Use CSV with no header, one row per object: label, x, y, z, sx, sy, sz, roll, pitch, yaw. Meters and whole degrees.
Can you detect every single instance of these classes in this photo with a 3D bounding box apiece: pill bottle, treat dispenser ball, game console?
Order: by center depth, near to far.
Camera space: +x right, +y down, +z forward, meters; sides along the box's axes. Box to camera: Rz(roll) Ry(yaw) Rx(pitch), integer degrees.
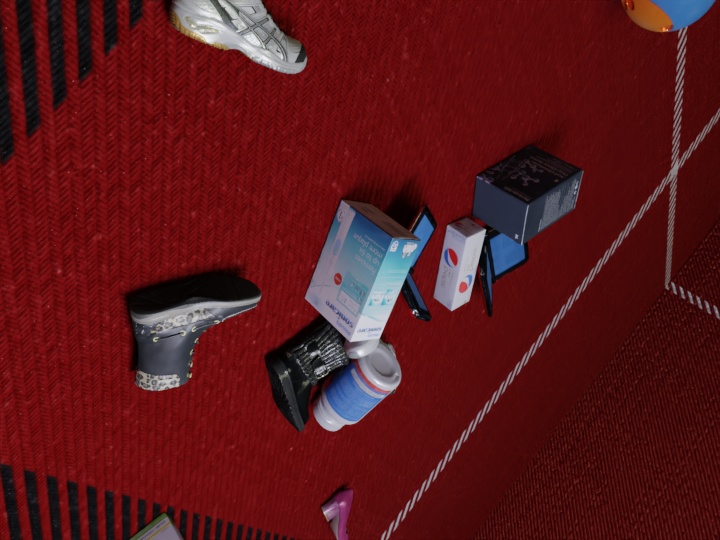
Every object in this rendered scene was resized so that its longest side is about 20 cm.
game console,0.126,-0.006,1.182,0.117,0.176,0.200,-28,167,9
pill bottle,-0.014,0.246,1.255,0.111,0.114,0.200,3,138,-48
treat dispenser ball,0.646,-0.606,1.261,0.198,0.200,0.205,-28,137,-29
game console,0.352,-0.010,1.476,0.202,0.115,0.176,65,27,-50

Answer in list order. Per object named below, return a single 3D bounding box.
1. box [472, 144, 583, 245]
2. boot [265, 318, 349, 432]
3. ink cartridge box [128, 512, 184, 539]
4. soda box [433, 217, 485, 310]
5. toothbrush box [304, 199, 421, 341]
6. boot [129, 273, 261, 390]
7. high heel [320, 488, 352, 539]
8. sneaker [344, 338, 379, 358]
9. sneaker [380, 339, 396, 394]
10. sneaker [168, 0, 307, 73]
box,0.369,-0.172,1.348,0.198,0.148,0.109,-31,138,-28
boot,-0.094,0.211,1.198,0.156,0.079,0.215,-32,138,-27
ink cartridge box,-0.360,0.573,1.091,0.146,0.199,0.077,-34,140,-24
soda box,0.225,-0.013,1.387,0.067,0.063,0.204,-22,134,-34
toothbrush box,0.000,0.000,1.078,0.084,0.146,0.204,0,120,-46
boot,-0.255,0.094,0.933,0.199,0.073,0.157,-10,128,-35
high heel,-0.041,0.665,1.636,0.094,0.067,0.204,-28,125,-14
sneaker,0.007,0.085,1.177,0.202,0.069,0.082,-68,146,-48
sneaker,0.032,0.185,1.337,0.083,0.076,0.203,-70,149,-41
sneaker,-0.132,-0.307,0.742,0.197,0.075,0.089,2,118,-49
